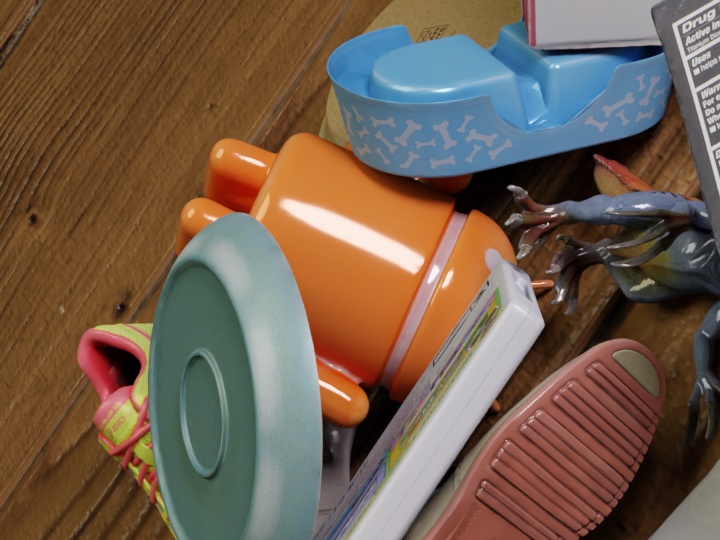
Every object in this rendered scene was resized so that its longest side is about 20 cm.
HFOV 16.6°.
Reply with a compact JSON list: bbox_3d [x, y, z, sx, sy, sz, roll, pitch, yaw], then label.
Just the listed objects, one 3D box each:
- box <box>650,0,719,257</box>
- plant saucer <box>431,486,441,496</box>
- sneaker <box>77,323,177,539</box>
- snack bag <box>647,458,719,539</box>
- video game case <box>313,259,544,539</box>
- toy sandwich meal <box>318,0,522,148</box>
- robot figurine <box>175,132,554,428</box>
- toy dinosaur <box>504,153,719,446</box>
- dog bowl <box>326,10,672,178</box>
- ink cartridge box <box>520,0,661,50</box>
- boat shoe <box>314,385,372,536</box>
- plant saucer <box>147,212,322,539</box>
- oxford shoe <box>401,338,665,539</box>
[{"bbox_3d":[0.248,-0.053,1.007,0.199,0.123,0.199,-28,54,26],"label":"box"},{"bbox_3d":[0.027,0.191,1.226,0.201,0.039,0.201,-38,24,20],"label":"plant saucer"},{"bbox_3d":[-0.116,0.106,1.464,0.078,0.090,0.200,-53,45,22],"label":"sneaker"},{"bbox_3d":[0.151,0.178,1.091,0.200,0.021,0.189,-50,29,12],"label":"snack bag"},{"bbox_3d":[0.024,0.091,1.201,0.201,0.022,0.182,-56,2,6],"label":"video game case"},{"bbox_3d":[0.057,-0.110,1.476,0.205,0.070,0.206,-33,29,21],"label":"toy sandwich meal"},{"bbox_3d":[0.001,-0.002,1.339,0.144,0.199,0.117,-63,-3,-59],"label":"robot figurine"},{"bbox_3d":[0.164,-0.022,1.209,0.181,0.105,0.201,-4,43,31],"label":"toy dinosaur"},{"bbox_3d":[0.080,-0.099,1.326,0.111,0.199,0.050,-135,35,-56],"label":"dog bowl"},{"bbox_3d":[0.122,-0.223,1.353,0.083,0.146,0.200,-4,25,1],"label":"ink cartridge box"},{"bbox_3d":[-0.037,0.090,1.393,0.072,0.075,0.201,124,159,-63],"label":"boat shoe"},{"bbox_3d":[-0.070,0.072,1.247,0.200,0.027,0.202,177,90,-67],"label":"plant saucer"},{"bbox_3d":[0.062,0.107,1.165,0.200,0.071,0.074,-47,19,-4],"label":"oxford shoe"}]
